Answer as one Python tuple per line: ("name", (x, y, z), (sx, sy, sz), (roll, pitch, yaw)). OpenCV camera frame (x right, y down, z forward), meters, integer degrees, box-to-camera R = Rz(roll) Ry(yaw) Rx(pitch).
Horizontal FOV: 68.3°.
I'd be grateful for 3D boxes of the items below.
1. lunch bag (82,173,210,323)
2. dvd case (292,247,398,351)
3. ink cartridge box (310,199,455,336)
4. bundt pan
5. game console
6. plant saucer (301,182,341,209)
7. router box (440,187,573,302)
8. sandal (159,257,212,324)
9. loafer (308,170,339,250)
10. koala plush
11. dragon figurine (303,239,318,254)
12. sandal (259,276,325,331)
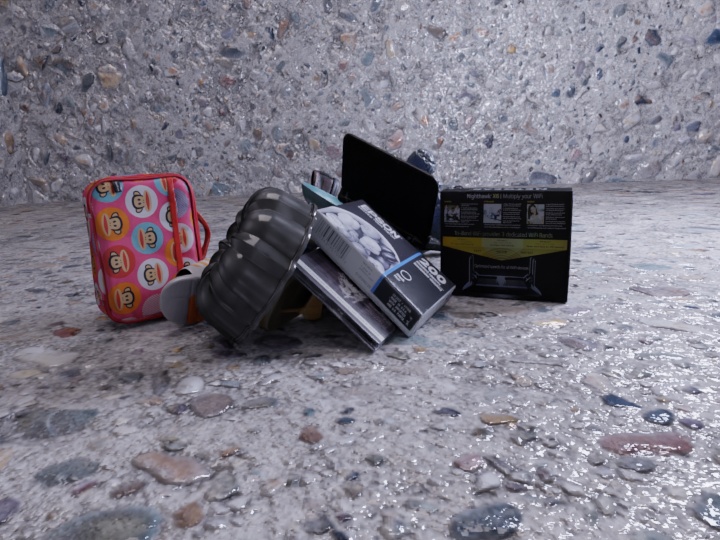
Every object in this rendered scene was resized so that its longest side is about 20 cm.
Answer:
("lunch bag", (-0.302, -0.036, 0.779), (0.171, 0.209, 0.081), (-12, 11, -36))
("dvd case", (0.000, 0.020, 0.712), (0.148, 0.016, 0.199), (42, 23, 8))
("ink cartridge box", (0.043, -0.019, 0.756), (0.198, 0.044, 0.199), (44, 26, 11))
("bundt pan", (-0.137, -0.018, 0.659), (0.075, 0.205, 0.202), (33, 2, -18))
("game console", (0.065, -0.131, 0.922), (0.197, 0.120, 0.174), (33, 15, 26))
("plant saucer", (-0.023, -0.098, 0.945), (0.195, 0.028, 0.200), (28, 10, -5))
("router box", (0.219, -0.042, 0.811), (0.192, 0.164, 0.052), (4, 14, 22))
("sandal", (-0.212, 0.020, 0.774), (0.059, 0.081, 0.204), (39, 26, 25))
("loafer", (-0.102, -0.104, 1.061), (0.062, 0.207, 0.071), (26, -19, -21))
("koala plush", (0.149, -0.124, 1.086), (0.184, 0.179, 0.198), (-46, -15, 28))
("dragon figurine", (-0.115, -0.044, 0.876), (0.196, 0.061, 0.097), (-18, -16, 42))
("sandal", (-0.062, 0.037, 0.739), (0.053, 0.083, 0.197), (29, 23, 26))
